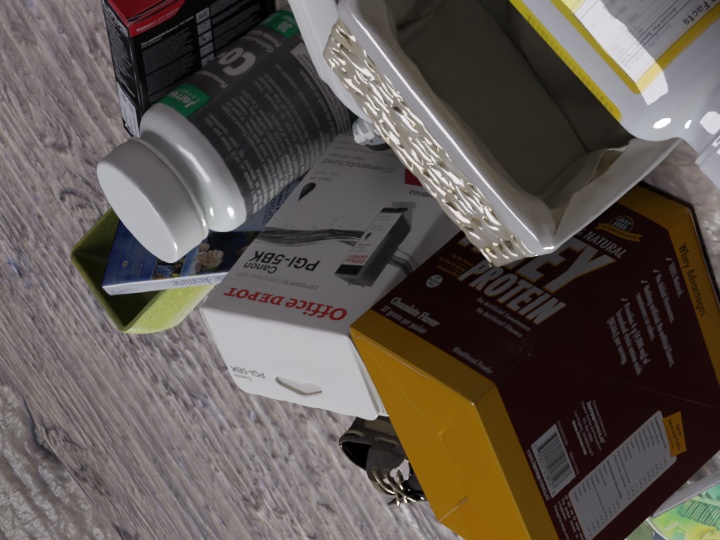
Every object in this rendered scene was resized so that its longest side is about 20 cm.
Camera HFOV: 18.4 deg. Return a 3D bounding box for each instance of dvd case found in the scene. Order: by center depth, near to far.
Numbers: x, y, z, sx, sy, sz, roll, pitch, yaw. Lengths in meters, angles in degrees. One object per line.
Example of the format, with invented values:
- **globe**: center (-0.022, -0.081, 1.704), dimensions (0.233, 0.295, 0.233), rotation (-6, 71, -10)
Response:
- **dvd case**: center (-0.108, -0.052, 1.788), dimensions (0.198, 0.144, 0.018), rotation (-6, 145, 28)

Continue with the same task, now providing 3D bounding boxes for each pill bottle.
- **pill bottle**: center (0.157, -0.142, 1.192), dimensions (0.200, 0.112, 0.112), rotation (49, 161, 6)
- **pill bottle**: center (-0.097, -0.103, 1.701), dimensions (0.113, 0.200, 0.113), rotation (42, 159, 21)

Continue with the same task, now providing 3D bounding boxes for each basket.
- **basket**: center (0.085, -0.116, 1.377), dimensions (0.200, 0.135, 0.123), rotation (51, 165, -1)

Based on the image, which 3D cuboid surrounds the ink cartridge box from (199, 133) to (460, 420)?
- **ink cartridge box**: center (0.000, 0.000, 1.624), dimensions (0.146, 0.200, 0.083), rotation (9, 138, 36)

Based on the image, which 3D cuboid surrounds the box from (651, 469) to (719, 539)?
- **box**: center (0.312, 0.222, 1.572), dimensions (0.200, 0.036, 0.144), rotation (51, 146, 2)

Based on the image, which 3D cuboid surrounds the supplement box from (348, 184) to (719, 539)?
- **supplement box**: center (0.132, 0.068, 1.495), dimensions (0.132, 0.200, 0.198), rotation (29, 152, 46)

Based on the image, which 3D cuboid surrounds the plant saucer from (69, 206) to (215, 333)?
- **plant saucer**: center (-0.144, -0.040, 1.895), dimensions (0.048, 0.200, 0.200), rotation (43, 180, -29)

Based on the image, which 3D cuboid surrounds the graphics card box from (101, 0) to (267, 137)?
- **graphics card box**: center (-0.134, -0.180, 1.756), dimensions (0.051, 0.125, 0.201), rotation (50, 163, 25)

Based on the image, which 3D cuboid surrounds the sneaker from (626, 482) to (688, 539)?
- **sneaker**: center (0.203, 0.139, 1.691), dimensions (0.090, 0.067, 0.201), rotation (-28, 93, 52)

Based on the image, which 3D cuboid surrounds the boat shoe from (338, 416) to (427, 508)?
- **boat shoe**: center (0.044, 0.163, 1.814), dimensions (0.075, 0.073, 0.200), rotation (57, 167, -23)

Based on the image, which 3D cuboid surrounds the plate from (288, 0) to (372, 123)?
- **plate**: center (-0.045, -0.221, 1.492), dimensions (0.200, 0.032, 0.201), rotation (-106, -5, -51)

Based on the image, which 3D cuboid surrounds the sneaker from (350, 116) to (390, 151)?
- **sneaker**: center (0.066, -0.092, 1.553), dimensions (0.116, 0.075, 0.200), rotation (49, 160, -1)
